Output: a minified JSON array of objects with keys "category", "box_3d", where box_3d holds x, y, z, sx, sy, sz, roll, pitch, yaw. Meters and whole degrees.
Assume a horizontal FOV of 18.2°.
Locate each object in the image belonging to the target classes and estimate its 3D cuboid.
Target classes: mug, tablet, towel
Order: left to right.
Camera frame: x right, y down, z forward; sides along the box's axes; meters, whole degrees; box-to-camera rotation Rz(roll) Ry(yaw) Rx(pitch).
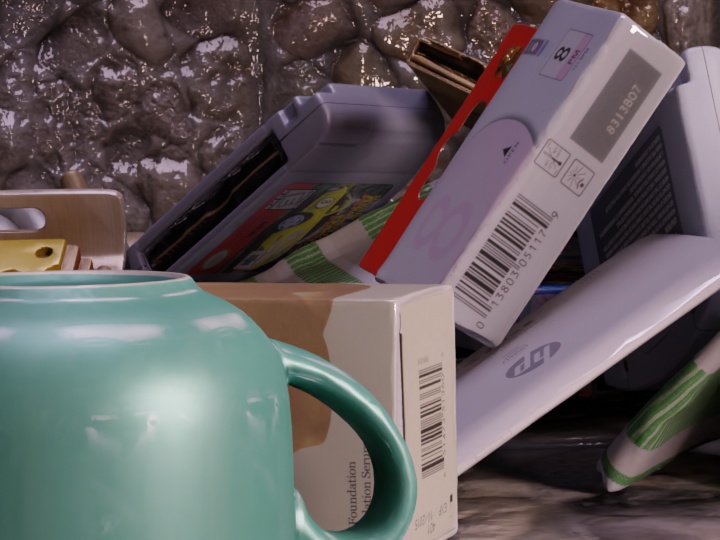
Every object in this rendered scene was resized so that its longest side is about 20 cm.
[{"category":"mug","box_3d":[-0.088,0.058,0.770,0.151,0.115,0.185,2,5,39]},{"category":"towel","box_3d":[0.000,0.000,1.257,0.199,0.023,0.152,-23,18,-15]},{"category":"tablet","box_3d":[0.073,0.043,0.996,0.200,0.014,0.130,-35,11,-10]},{"category":"towel","box_3d":[0.198,0.020,1.014,0.200,0.023,0.152,-47,-17,25]}]

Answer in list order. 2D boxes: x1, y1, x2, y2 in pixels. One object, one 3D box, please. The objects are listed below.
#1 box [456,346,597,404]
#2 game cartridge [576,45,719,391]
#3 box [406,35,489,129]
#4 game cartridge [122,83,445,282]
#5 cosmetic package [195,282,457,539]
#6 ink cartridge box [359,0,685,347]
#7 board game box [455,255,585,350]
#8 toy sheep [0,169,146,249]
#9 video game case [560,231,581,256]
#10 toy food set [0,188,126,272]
[{"category":"box","box_3d":[0.025,0.061,1.307,0.136,0.040,0.199,4,6,43]},{"category":"game cartridge","box_3d":[0.153,-0.013,1.115,0.041,0.134,0.200,-10,-14,-12]},{"category":"box","box_3d":[0.116,-0.079,1.316,0.163,0.021,0.200,25,-1,11]},{"category":"game cartridge","box_3d":[-0.046,-0.038,1.320,0.200,0.041,0.133,-40,-18,32]},{"category":"cosmetic package","box_3d":[-0.065,0.057,0.892,0.199,0.106,0.071,-1,3,21]},{"category":"ink cartridge box","box_3d":[0.058,-0.058,1.105,0.057,0.163,0.200,34,-1,-26]},{"category":"board game box","box_3d":[0.124,0.019,1.323,0.199,0.041,0.199,-1,6,-31]},{"category":"toy sheep","box_3d":[-0.206,0.017,1.371,0.199,0.139,0.138,-16,9,-24]},{"category":"video game case","box_3d":[0.204,-0.002,1.456,0.181,0.023,0.200,21,-10,24]},{"category":"toy food set","box_3d":[-0.212,0.021,1.235,0.143,0.061,0.200,-1,39,5]}]
